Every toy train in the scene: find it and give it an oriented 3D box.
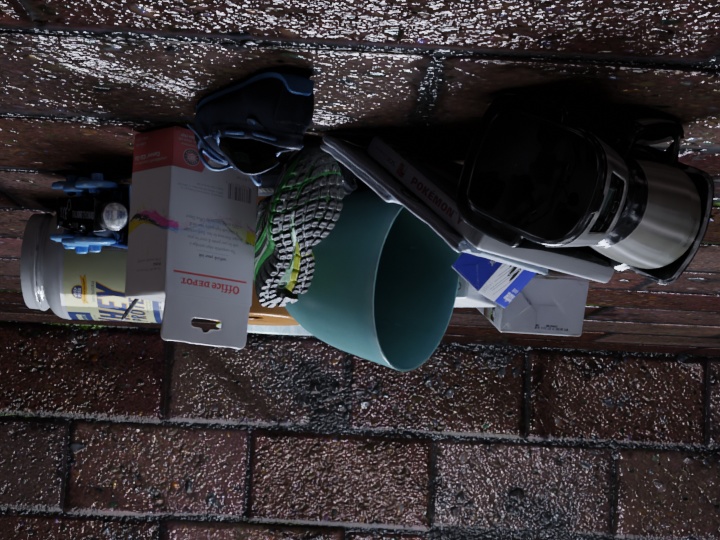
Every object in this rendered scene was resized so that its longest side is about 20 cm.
[{"bbox_3d":[-0.277,-0.062,1.384,0.113,0.088,0.199,2,-178,-28],"label":"toy train"}]

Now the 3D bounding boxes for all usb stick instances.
[{"bbox_3d":[-0.100,-0.097,1.307,0.197,0.033,0.055,0,168,22],"label":"usb stick"}]

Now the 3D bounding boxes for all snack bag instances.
[{"bbox_3d":[0.075,-0.057,1.193,0.200,0.022,0.188,41,-165,32],"label":"snack bag"}]

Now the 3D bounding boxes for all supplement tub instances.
[{"bbox_3d":[-0.327,-0.008,1.607,0.197,0.147,0.145,2,172,0],"label":"supplement tub"}]

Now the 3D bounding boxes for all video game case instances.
[{"bbox_3d":[0.125,-0.058,1.180,0.198,0.023,0.182,12,-156,-43],"label":"video game case"}]

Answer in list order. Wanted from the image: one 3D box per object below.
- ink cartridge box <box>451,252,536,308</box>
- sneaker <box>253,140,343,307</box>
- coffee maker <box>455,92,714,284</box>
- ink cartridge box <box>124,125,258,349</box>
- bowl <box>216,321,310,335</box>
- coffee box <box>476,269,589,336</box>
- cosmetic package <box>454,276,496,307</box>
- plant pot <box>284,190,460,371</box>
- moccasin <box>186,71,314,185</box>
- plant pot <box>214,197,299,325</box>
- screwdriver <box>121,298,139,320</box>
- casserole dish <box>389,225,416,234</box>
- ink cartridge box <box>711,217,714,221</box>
[{"bbox_3d":[0.167,-0.014,1.413,0.044,0.094,0.200,43,-174,15],"label":"ink cartridge box"},{"bbox_3d":[-0.079,-0.056,1.255,0.077,0.086,0.201,-8,141,-32],"label":"sneaker"},{"bbox_3d":[0.174,-0.066,1.068,0.190,0.137,0.199,-4,169,42],"label":"coffee maker"},{"bbox_3d":[-0.165,-0.028,1.213,0.067,0.203,0.116,-5,169,42],"label":"ink cartridge box"},{"bbox_3d":[-0.138,0.044,2.043,0.197,0.109,0.200,2,172,0],"label":"bowl"},{"bbox_3d":[0.221,0.024,1.677,0.113,0.081,0.200,4,-169,-10],"label":"coffee box"},{"bbox_3d":[0.069,0.007,1.579,0.198,0.075,0.101,1,172,29],"label":"cosmetic package"},{"bbox_3d":[0.000,0.000,1.421,0.159,0.204,0.200,10,177,32],"label":"plant pot"},{"bbox_3d":[-0.100,-0.115,1.053,0.079,0.069,0.200,6,172,-21],"label":"moccasin"},{"bbox_3d":[-0.130,-0.007,1.571,0.197,0.142,0.200,2,171,0],"label":"plant pot"},{"bbox_3d":[-0.207,-0.021,1.380,0.029,0.201,0.028,8,143,28],"label":"screwdriver"},{"bbox_3d":[0.086,-0.048,1.573,0.198,0.039,0.120,8,170,-36],"label":"casserole dish"},{"bbox_3d":[0.319,-0.037,1.564,0.197,0.044,0.196,5,171,-2],"label":"ink cartridge box"}]
